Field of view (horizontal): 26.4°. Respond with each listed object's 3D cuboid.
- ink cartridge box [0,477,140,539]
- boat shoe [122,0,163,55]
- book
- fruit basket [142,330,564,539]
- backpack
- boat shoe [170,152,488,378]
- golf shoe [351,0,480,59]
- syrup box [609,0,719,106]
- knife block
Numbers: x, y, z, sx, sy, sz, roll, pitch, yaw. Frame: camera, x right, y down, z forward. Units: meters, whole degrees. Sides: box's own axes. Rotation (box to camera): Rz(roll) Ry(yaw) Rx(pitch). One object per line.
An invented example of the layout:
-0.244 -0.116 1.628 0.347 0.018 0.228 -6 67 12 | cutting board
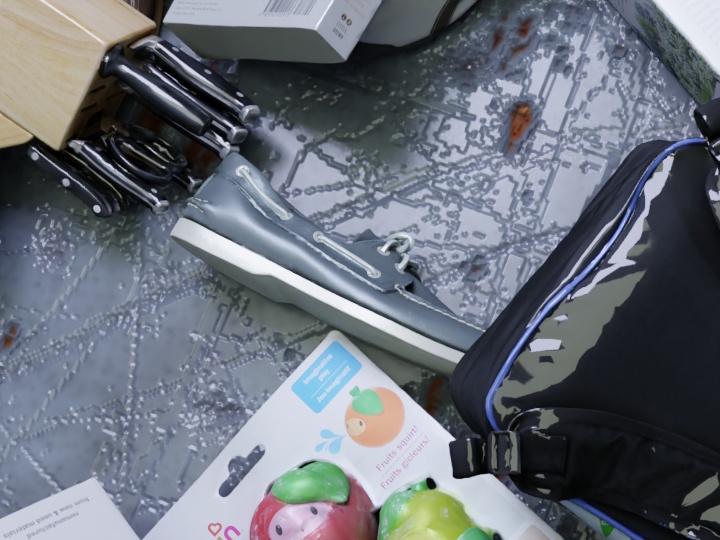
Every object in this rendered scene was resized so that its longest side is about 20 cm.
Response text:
-0.127 0.226 0.734 0.200 0.084 0.145 50 127 15 | ink cartridge box
-0.162 -0.216 0.873 0.070 0.070 0.201 -15 77 5 | boat shoe
-0.008 -0.200 0.801 0.133 0.048 0.200 13 67 50 | book
-0.008 0.156 0.757 0.200 0.094 0.185 43 88 18 | fruit basket
0.158 0.055 0.709 0.190 0.154 0.200 39 91 -5 | backpack
0.000 0.000 0.796 0.200 0.073 0.062 25 80 11 | boat shoe
0.056 -0.194 0.818 0.200 0.094 0.078 -39 78 2 | golf shoe
0.195 -0.132 0.787 0.081 0.079 0.200 -37 75 1 | syrup box
-0.154 -0.125 0.819 0.175 0.064 0.201 -9 104 20 | knife block
